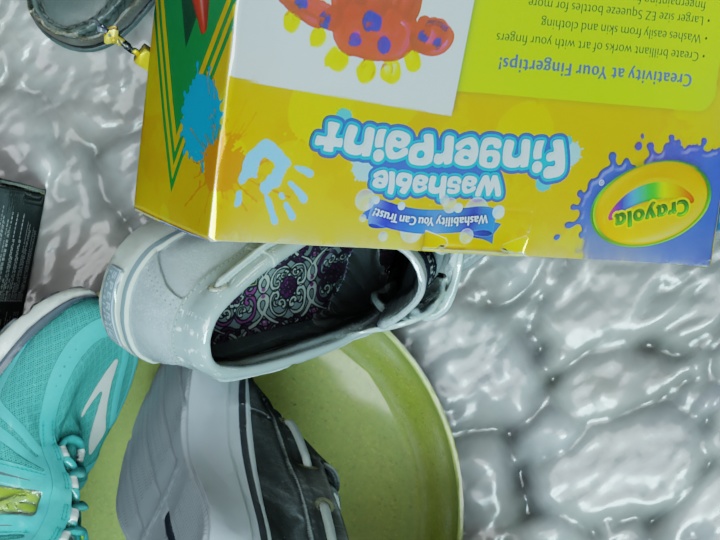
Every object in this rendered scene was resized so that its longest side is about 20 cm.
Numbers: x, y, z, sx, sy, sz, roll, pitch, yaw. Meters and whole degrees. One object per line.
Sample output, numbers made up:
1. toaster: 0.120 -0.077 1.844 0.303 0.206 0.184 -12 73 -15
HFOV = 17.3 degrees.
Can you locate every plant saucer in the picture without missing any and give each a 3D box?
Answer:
1. plant saucer: -0.056 0.096 0.964 0.199 0.031 0.201 0 88 8

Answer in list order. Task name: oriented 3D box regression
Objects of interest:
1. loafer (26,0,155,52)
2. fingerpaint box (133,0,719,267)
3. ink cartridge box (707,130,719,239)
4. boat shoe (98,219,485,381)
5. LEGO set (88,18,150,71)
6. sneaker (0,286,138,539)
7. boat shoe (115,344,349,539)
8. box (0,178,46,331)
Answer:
1. loafer: -0.087 -0.186 0.960 0.072 0.063 0.201 27 92 8
2. fingerpaint box: 0.032 -0.091 0.814 0.199 0.073 0.168 2 100 -28
3. ink cartridge box: 0.207 -0.107 0.854 0.147 0.145 0.201 4 89 -17
4. boat shoe: 0.000 -0.001 0.887 0.071 0.200 0.070 27 125 42
5. LEGO set: -0.042 -0.133 0.885 0.153 0.116 0.200 -26 117 8
6. sneaker: -0.127 0.103 0.898 0.079 0.077 0.201 10 71 38
7. boat shoe: -0.043 0.087 0.865 0.071 0.200 0.072 23 111 -18
8. box: -0.233 0.047 0.962 0.163 0.086 0.201 12 90 7
